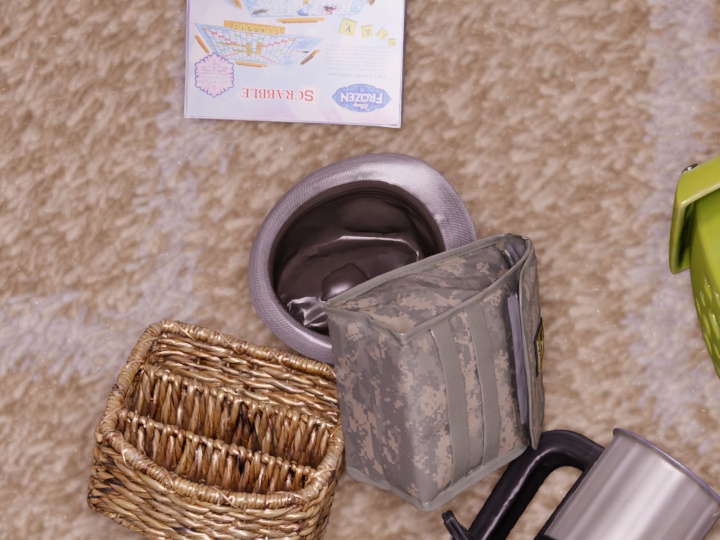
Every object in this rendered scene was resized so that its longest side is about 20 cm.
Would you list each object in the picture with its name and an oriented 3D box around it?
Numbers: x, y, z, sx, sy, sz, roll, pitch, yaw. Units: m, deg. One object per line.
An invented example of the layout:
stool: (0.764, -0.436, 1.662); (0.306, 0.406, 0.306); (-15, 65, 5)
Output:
milk frother: (0.174, 0.210, 1.468); (0.180, 0.200, 0.188); (35, 81, 14)
plant pot: (0.363, -0.013, 1.515); (0.198, 0.200, 0.182); (-27, 70, -2)
board game box: (-0.057, -0.232, 1.638); (0.199, 0.041, 0.200); (4, 99, 5)
lunch bag: (0.082, 0.075, 1.486); (0.200, 0.165, 0.117); (-26, 30, -36)
basket: (-0.116, 0.145, 1.510); (0.199, 0.143, 0.150); (18, 107, 8)
fedora: (0.000, 0.000, 1.586); (0.200, 0.090, 0.177); (-35, 78, -12)
